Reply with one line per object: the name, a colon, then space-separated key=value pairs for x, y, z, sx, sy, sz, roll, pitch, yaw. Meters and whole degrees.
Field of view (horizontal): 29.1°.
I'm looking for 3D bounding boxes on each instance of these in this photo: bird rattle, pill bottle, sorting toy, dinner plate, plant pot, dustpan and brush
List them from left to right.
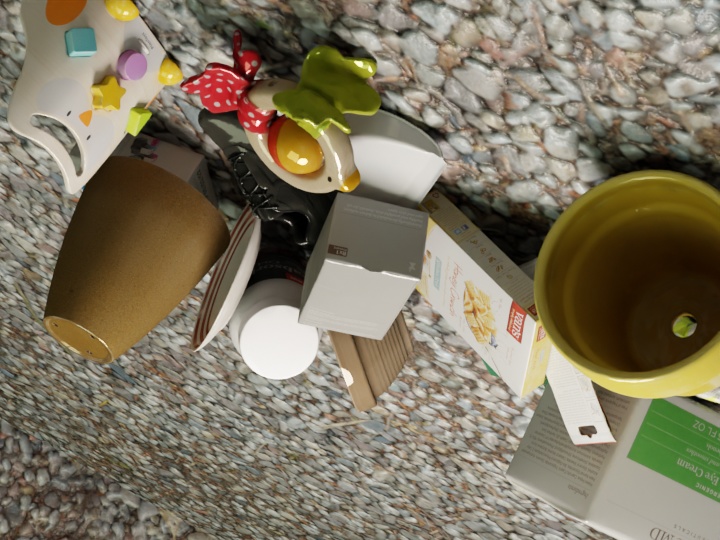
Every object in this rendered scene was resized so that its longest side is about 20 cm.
sorting toy: x=-0.290 y=-0.184 z=1.457 sx=0.107 sy=0.180 sz=0.200 roll=9 pitch=150 yaw=34
plant pot: x=-0.280 y=0.002 z=1.620 sx=0.186 sy=0.200 sz=0.187 roll=23 pitch=154 yaw=12
dinner plate: x=-0.157 y=0.007 z=1.673 sx=0.024 sy=0.201 sz=0.200 roll=23 pitch=157 yaw=-15
pill bottle: x=-0.105 y=0.053 z=1.700 sx=0.116 sy=0.116 sz=0.200 roll=35 pitch=-170 yaw=-17
bird rattle: x=-0.077 y=-0.144 z=1.369 sx=0.199 sy=0.113 sz=0.163 roll=4 pitch=131 yaw=34
dustpan and brush: x=-0.017 y=-0.138 z=1.435 sx=0.199 sy=0.057 sz=0.140 roll=24 pitch=146 yaw=-8
plant pot: x=0.007 y=0.065 z=1.689 sx=0.092 sy=0.201 sz=0.201 roll=-18 pitch=146 yaw=1
plant pot: x=0.285 y=0.032 z=1.301 sx=0.200 sy=0.201 sz=0.189 roll=13 pitch=168 yaw=29

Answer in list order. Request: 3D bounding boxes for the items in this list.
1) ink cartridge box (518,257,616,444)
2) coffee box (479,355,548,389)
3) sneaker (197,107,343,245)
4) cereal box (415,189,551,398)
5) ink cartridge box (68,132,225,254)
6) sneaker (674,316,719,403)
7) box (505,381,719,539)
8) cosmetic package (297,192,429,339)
ink cartridge box: x=0.227 y=0.078 z=1.443 sx=0.109 sy=0.050 sz=0.201 roll=150 pitch=100 yaw=-73
coffee box: x=0.183 y=0.070 z=1.630 sx=0.123 sy=0.044 sz=0.200 roll=11 pitch=150 yaw=33
sneaker: x=-0.102 y=-0.106 z=1.526 sx=0.200 sy=0.091 sz=0.076 roll=38 pitch=156 yaw=-18
cereal box: x=0.127 y=0.025 z=1.482 sx=0.200 sy=0.039 sz=0.144 roll=47 pitch=155 yaw=30
ink cartridge box: x=-0.247 y=-0.103 z=1.703 sx=0.199 sy=0.068 sz=0.115 roll=21 pitch=153 yaw=16
sneaker: x=0.331 y=0.086 z=1.499 sx=0.200 sy=0.076 sz=0.105 roll=30 pitch=170 yaw=3
box: x=0.310 y=0.214 z=1.539 sx=0.199 sy=0.172 sz=0.200 roll=27 pitch=177 yaw=-20
cosmetic package: x=0.000 y=0.000 z=1.507 sx=0.106 sy=0.090 sz=0.200 roll=13 pitch=154 yaw=-8
